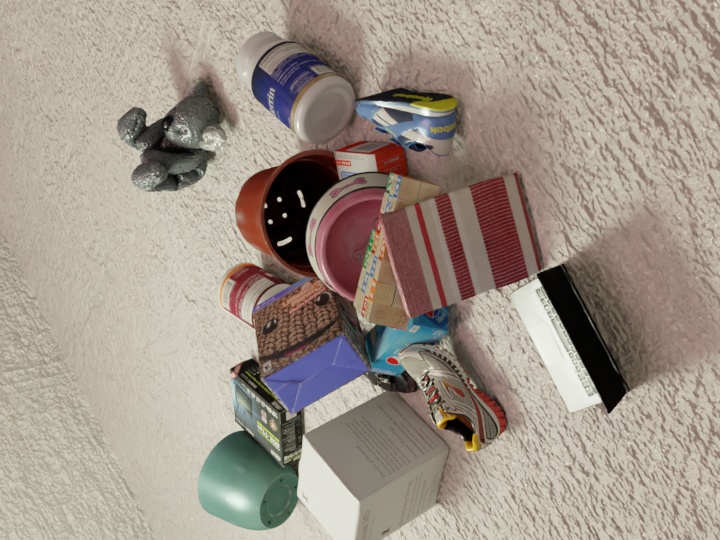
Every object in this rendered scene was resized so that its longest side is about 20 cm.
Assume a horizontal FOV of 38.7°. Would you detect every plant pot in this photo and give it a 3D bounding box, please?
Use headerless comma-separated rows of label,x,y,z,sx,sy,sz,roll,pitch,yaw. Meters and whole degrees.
plant pot,-0.229,0.473,2.241,0.160,0.200,0.203,18,125,37
plant pot,-0.111,-0.098,1.712,0.195,0.199,0.203,10,118,62

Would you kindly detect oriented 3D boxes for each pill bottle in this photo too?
pill bottle,-0.180,0.066,1.977,0.199,0.113,0.115,27,131,46
pill bottle,-0.108,-0.297,1.638,0.200,0.115,0.117,43,141,35

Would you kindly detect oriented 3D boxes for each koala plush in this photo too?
koala plush,-0.343,-0.270,2.003,0.200,0.183,0.179,-41,61,36

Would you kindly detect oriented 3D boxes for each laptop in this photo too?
laptop,0.255,0.101,1.337,0.189,0.115,0.200,64,148,7

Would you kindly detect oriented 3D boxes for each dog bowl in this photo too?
dog bowl,0.018,-0.040,1.520,0.074,0.198,0.203,-110,8,-72

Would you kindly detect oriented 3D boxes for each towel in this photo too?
towel,0.135,-0.035,1.371,0.023,0.198,0.146,-140,32,-76

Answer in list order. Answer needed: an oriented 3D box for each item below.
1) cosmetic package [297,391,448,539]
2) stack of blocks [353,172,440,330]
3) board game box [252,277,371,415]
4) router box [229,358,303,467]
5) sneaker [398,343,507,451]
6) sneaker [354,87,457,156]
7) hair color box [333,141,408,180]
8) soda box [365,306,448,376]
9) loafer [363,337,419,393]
cosmetic package,0.018,0.348,1.772,0.166,0.199,0.169,43,142,34
stack of blocks,0.049,-0.030,1.426,0.115,0.058,0.203,-134,57,-76
board game box,-0.085,0.114,1.725,0.097,0.158,0.201,54,-170,-33
router box,-0.201,0.304,2.205,0.199,0.062,0.151,34,136,42
sneaker,0.133,0.193,1.577,0.200,0.082,0.078,43,142,12
sneaker,0.061,-0.214,1.476,0.199,0.073,0.083,23,130,50
hair color box,0.030,-0.096,1.606,0.110,0.063,0.202,12,120,52
soda box,0.071,0.100,1.642,0.200,0.063,0.069,131,147,-55
loafer,0.020,0.170,1.786,0.199,0.063,0.073,28,132,46
